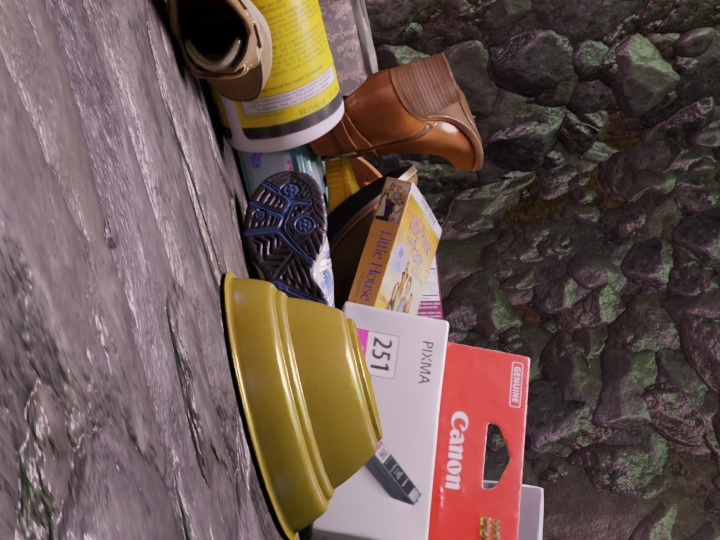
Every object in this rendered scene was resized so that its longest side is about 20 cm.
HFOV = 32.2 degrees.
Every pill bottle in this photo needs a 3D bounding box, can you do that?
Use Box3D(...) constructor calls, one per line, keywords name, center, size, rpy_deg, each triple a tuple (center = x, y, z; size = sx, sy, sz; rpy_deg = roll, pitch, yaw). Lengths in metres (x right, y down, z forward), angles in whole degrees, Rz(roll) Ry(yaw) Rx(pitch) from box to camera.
Box3D(name="pill bottle", center=(-0.090, -0.214, 1.080), size=(0.114, 0.114, 0.200), rpy_deg=(-102, 178, -60))

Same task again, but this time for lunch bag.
Box3D(name="lunch bag", center=(-0.069, -0.263, 1.438), size=(0.200, 0.164, 0.118), rpy_deg=(75, 7, -45))
Box3D(name="lunch bag", center=(-0.077, -0.119, 1.288), size=(0.200, 0.077, 0.161), rpy_deg=(-77, 153, -76))

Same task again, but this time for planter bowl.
Box3D(name="planter bowl", center=(-0.033, 0.088, 0.904), size=(0.200, 0.083, 0.201), rpy_deg=(-15, 90, -88))

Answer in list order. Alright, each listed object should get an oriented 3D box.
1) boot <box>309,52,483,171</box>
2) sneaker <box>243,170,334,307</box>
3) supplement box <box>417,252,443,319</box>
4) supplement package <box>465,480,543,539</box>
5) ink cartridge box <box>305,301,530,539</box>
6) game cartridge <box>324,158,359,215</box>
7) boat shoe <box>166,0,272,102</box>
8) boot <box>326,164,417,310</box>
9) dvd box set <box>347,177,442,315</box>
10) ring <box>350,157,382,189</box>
Box3D(name="boot", center=(0.033, -0.136, 1.235), size=(0.200, 0.155, 0.074), rpy_deg=(52, 18, -60))
Box3D(name="sneaker", center=(-0.062, 0.006, 1.093), size=(0.077, 0.076, 0.200), rpy_deg=(88, -1, -65))
Box3D(name="supplement box", center=(0.028, 0.079, 1.552), size=(0.103, 0.131, 0.200), rpy_deg=(3, 79, -62))
Box3D(name="supplement package", center=(0.081, 0.290, 1.112), size=(0.200, 0.147, 0.192), rpy_deg=(72, 24, -72))
Box3D(name="ink cartridge box", center=(0.055, 0.137, 1.020), size=(0.044, 0.173, 0.200), rpy_deg=(110, -10, -62))
Box3D(name="game cartridge", center=(0.000, 0.000, 1.305), size=(0.176, 0.032, 0.200), rpy_deg=(68, 14, -66))
Box3D(name="boat shoe", center=(-0.112, -0.182, 0.951), size=(0.200, 0.074, 0.066), rpy_deg=(70, 18, -62))
Box3D(name="boot", center=(-0.002, -0.023, 1.196), size=(0.075, 0.200, 0.074), rpy_deg=(49, -26, -14))
Box3D(name="dvd box set", center=(0.023, 0.030, 1.155), size=(0.146, 0.029, 0.200), rpy_deg=(51, 55, -69))
Box3D(name="ring", center=(-0.026, -0.051, 1.464), size=(0.019, 0.200, 0.201), rpy_deg=(-31, 113, -42))
